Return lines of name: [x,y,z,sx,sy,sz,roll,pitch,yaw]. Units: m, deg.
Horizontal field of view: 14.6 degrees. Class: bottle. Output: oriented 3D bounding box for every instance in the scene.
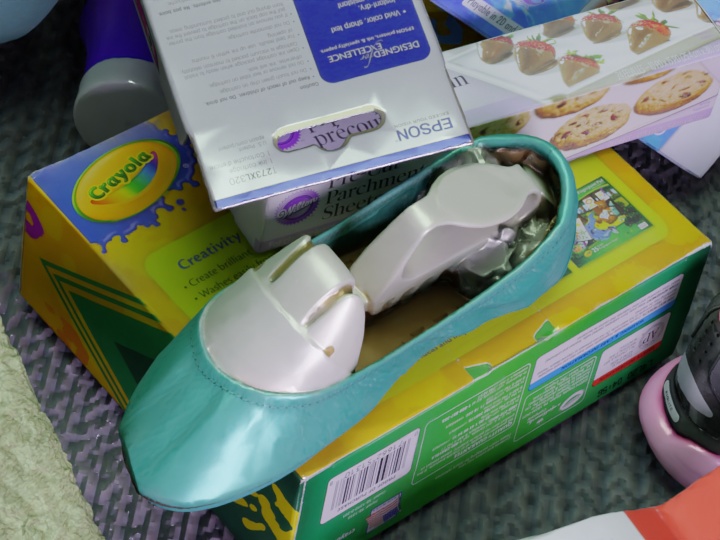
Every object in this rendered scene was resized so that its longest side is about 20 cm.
bottle: [-0.071,-0.128,1.156,0.083,0.066,0.201,12,48,2]

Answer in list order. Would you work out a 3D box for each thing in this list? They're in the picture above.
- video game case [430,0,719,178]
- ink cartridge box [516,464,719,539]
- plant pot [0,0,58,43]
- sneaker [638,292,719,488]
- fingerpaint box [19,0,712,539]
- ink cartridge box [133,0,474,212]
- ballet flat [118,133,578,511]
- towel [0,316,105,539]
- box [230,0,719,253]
video game case: [0.118,-0.154,1.076,0.199,0.182,0.045,29,15,-37]
ink cartridge box: [0.111,0.144,0.919,0.199,0.057,0.163,-35,59,-4]
plant pot: [-0.185,-0.176,1.099,0.160,0.201,0.201,22,44,-24]
sneaker: [0.206,0.031,1.045,0.199,0.096,0.079,-7,49,-17]
fingerpaint box: [0.000,0.000,1.051,0.199,0.074,0.167,-29,60,-30]
ink cartridge box: [-0.034,-0.108,0.997,0.094,0.037,0.201,-15,60,-9]
ballet flat: [-0.002,0.006,0.949,0.199,0.071,0.067,-32,62,-31]
towel: [-0.162,0.090,0.944,0.148,0.037,0.201,-21,71,-27]
box: [0.044,-0.057,1.032,0.199,0.042,0.039,-17,54,-24]
